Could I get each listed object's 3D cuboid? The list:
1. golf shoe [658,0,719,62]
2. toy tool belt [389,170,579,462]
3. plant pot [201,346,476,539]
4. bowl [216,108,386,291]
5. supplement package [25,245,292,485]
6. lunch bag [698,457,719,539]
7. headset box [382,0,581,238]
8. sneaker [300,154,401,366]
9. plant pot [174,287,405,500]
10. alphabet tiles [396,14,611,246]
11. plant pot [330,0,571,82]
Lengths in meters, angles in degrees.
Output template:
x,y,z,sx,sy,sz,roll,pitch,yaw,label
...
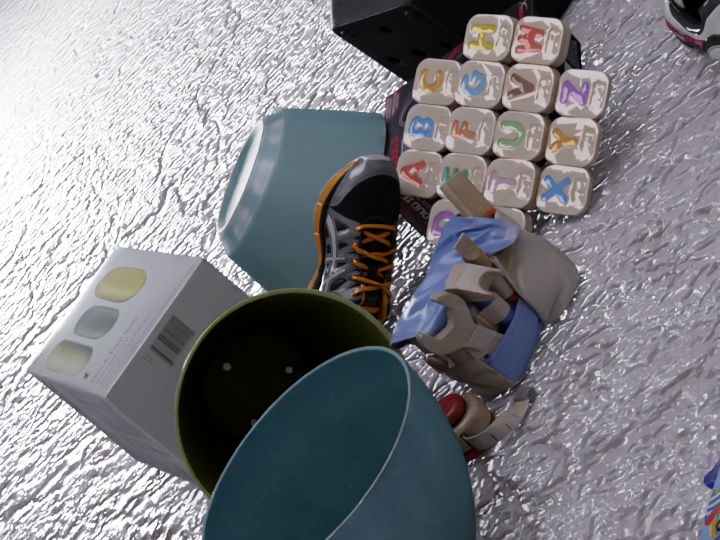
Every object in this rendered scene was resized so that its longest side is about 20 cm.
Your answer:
x,y,z,sx,sy,sz,roll,pitch,yaw,label
0.277,-0.217,1.587,0.073,0.092,0.200,-45,24,8,golf shoe
0.074,0.032,1.514,0.125,0.123,0.201,-17,39,48,toy tool belt
0.004,0.174,1.405,0.200,0.135,0.201,-37,26,22,plant pot
-0.063,-0.067,1.818,0.201,0.104,0.202,-159,90,-77,bowl
-0.173,0.086,1.798,0.152,0.151,0.200,-55,26,-14,supplement package
0.277,0.094,1.168,0.200,0.094,0.151,-38,25,49,lunch bag
0.099,-0.131,1.764,0.200,0.075,0.149,-34,30,28,headset box
0.000,0.000,1.689,0.077,0.078,0.201,38,121,53,sneaker
-0.067,0.104,1.607,0.187,0.187,0.200,-50,10,-6,plant pot
0.114,-0.113,1.654,0.195,0.015,0.201,10,88,38,alphabet tiles
0.085,-0.280,1.888,0.199,0.199,0.178,-8,57,54,plant pot
